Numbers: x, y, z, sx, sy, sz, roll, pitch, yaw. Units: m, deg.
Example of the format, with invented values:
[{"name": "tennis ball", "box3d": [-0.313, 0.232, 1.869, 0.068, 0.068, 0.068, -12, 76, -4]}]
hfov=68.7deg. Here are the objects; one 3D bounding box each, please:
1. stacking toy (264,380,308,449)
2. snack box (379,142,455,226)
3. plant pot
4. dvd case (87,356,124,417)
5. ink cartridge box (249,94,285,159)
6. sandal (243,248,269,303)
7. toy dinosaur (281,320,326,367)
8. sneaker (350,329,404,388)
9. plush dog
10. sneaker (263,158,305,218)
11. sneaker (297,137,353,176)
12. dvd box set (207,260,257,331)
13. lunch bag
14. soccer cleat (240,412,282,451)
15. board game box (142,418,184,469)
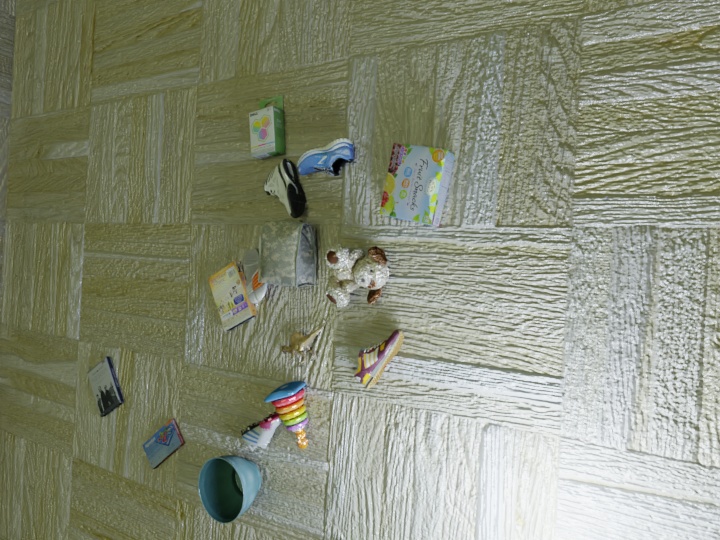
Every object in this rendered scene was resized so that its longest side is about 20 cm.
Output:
[{"name": "stacking toy", "box3d": [-0.203, 0.453, 1.623, 0.115, 0.110, 0.203, -19, 90, 20]}, {"name": "snack box", "box3d": [0.154, -0.235, 1.440, 0.167, 0.067, 0.203, 16, 98, 30]}, {"name": "plant pot", "box3d": [-0.407, 0.692, 1.707, 0.198, 0.134, 0.204, -1, 87, 30]}, {"name": "dvd case", "box3d": [-1.042, 0.475, 2.152, 0.150, 0.025, 0.202, -34, 72, 26]}, {"name": "ink cartridge box", "box3d": [-0.306, -0.474, 1.721, 0.103, 0.059, 0.203, -5, 86, 30]}, {"name": "sandal", "box3d": [-0.333, 0.019, 1.731, 0.078, 0.059, 0.209, -25, 55, 16]}, {"name": "toy dinosaur", "box3d": [-0.178, 0.235, 1.629, 0.199, 0.058, 0.102, -32, 72, 26]}, {"name": "sneaker", "box3d": [0.043, 0.235, 1.489, 0.090, 0.075, 0.201, 38, 106, 20]}, {"name": "plush dog", "box3d": [0.000, 0.000, 1.505, 0.169, 0.161, 0.202, 13, 124, 16]}, {"name": "sneaker", "box3d": [-0.245, -0.242, 1.683, 0.115, 0.075, 0.203, -28, 67, 36]}, {"name": "sneaker", "box3d": [-0.108, -0.325, 1.591, 0.198, 0.078, 0.090, -17, 78, 29]}, {"name": "dvd box set", "box3d": [-0.440, 0.089, 1.802, 0.145, 0.029, 0.202, -29, 75, 27]}, {"name": "lunch bag", "box3d": [-0.226, -0.057, 1.631, 0.162, 0.117, 0.203, 5, 96, 31]}, {"name": "soccer cleat", "box3d": [-0.303, 0.520, 1.693, 0.199, 0.070, 0.087, -33, 85, 34]}, {"name": "board game box", "box3d": [-0.738, 0.650, 1.970, 0.200, 0.019, 0.104, -41, 71, 23]}]
